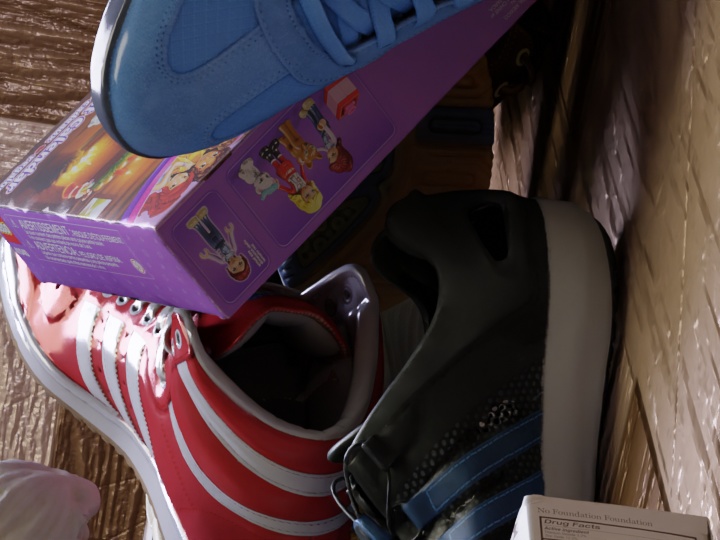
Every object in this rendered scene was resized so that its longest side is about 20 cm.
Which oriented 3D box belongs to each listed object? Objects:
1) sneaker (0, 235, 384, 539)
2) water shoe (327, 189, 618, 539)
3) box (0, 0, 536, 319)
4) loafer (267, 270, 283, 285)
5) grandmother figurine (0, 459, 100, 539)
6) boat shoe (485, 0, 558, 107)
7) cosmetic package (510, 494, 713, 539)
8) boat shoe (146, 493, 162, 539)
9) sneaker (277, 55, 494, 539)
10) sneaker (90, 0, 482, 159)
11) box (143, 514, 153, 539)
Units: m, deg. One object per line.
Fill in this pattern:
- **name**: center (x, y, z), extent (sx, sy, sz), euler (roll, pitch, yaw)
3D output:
- **sneaker**: center (-0.055, 0.016, 0.930), extent (0.200, 0.071, 0.113), euler (52, 145, 34)
- **water shoe**: center (0.027, 0.074, 0.840), extent (0.072, 0.079, 0.201), euler (110, 167, -68)
- **box**: center (-0.016, -0.072, 0.898), extent (0.200, 0.039, 0.137), euler (-46, 24, -19)
- **loafer**: center (-0.026, 0.033, 1.102), extent (0.201, 0.070, 0.068), euler (42, -122, -61)
- **grandmother figurine**: center (-0.062, 0.139, 0.903), extent (0.121, 0.200, 0.061), euler (-23, 21, 50)
- **boat shoe**: center (0.036, -0.094, 1.031), extent (0.070, 0.070, 0.201), euler (-60, -21, -70)
- **cosmetic package**: center (0.043, 0.157, 0.705), extent (0.083, 0.050, 0.201), euler (-88, 8, -53)
- **boat shoe**: center (-0.043, 0.109, 1.028), extent (0.063, 0.071, 0.200), euler (60, -177, -19)
- **sneaker**: center (0.000, 0.000, 1.000), extent (0.088, 0.075, 0.201), euler (-112, 29, -80)
- **sneaker**: center (0.014, -0.097, 0.795), extent (0.078, 0.200, 0.066), euler (37, 162, 46)
- **box**: center (-0.029, 0.080, 1.240), extent (0.060, 0.116, 0.201), euler (-100, 20, -66)
